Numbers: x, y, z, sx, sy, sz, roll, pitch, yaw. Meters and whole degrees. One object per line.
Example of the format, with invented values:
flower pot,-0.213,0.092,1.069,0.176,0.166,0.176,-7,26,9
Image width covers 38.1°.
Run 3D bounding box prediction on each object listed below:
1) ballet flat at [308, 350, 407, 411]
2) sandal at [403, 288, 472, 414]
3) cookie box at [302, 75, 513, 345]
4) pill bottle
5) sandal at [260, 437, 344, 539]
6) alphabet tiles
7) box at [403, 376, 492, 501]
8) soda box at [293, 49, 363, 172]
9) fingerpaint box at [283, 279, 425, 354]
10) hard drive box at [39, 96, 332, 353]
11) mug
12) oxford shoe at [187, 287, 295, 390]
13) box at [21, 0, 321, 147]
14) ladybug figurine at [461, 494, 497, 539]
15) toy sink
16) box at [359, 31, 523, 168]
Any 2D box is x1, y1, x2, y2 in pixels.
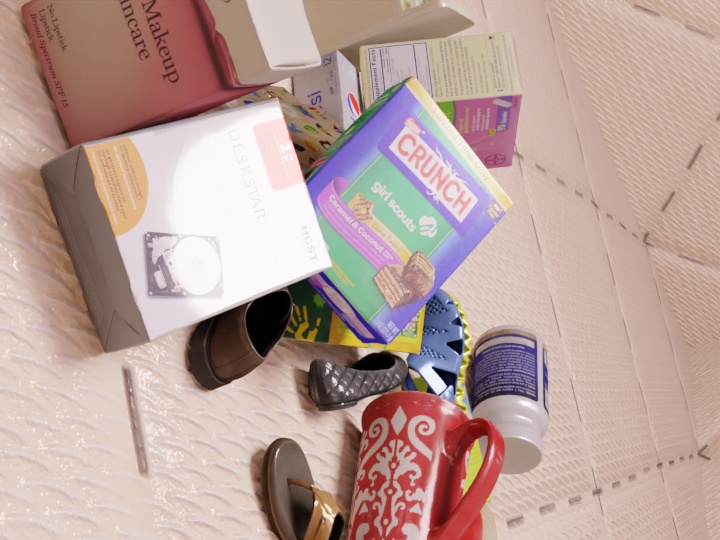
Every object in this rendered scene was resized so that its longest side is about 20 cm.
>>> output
ballet flat,0.004,0.111,1.165,0.199,0.065,0.058,-13,97,-65
sandal,0.085,0.117,1.270,0.086,0.079,0.203,11,70,-43
cookie box,0.027,-0.058,1.028,0.200,0.075,0.171,-47,106,-17
pill bottle,0.220,0.190,1.536,0.116,0.114,0.202,54,30,-36
sandal,-0.041,0.254,0.993,0.082,0.054,0.203,-11,85,-66
alphabet tiles,-0.066,-0.152,1.127,0.166,0.006,0.199,43,23,19
box,0.113,0.213,1.369,0.122,0.047,0.203,7,68,-65
soda box,-0.033,-0.158,1.260,0.063,0.067,0.203,31,47,-56
fingerpaint box,0.000,0.000,1.150,0.199,0.072,0.170,11,85,-58
hard drive box,-0.137,-0.042,0.857,0.199,0.076,0.158,-24,97,-43
mug,0.055,0.236,1.096,0.132,0.178,0.202,23,46,-9
oxford shoe,-0.093,0.029,0.991,0.073,0.083,0.201,55,28,-31
box,-0.153,-0.193,0.854,0.130,0.198,0.109,70,23,-6
ladybug figurine,0.093,0.332,1.165,0.071,0.136,0.201,31,33,-16
toy sink,0.031,-0.350,1.365,0.130,0.198,0.114,-5,79,-65
box,0.102,-0.211,1.364,0.176,0.196,0.098,84,1,-65
